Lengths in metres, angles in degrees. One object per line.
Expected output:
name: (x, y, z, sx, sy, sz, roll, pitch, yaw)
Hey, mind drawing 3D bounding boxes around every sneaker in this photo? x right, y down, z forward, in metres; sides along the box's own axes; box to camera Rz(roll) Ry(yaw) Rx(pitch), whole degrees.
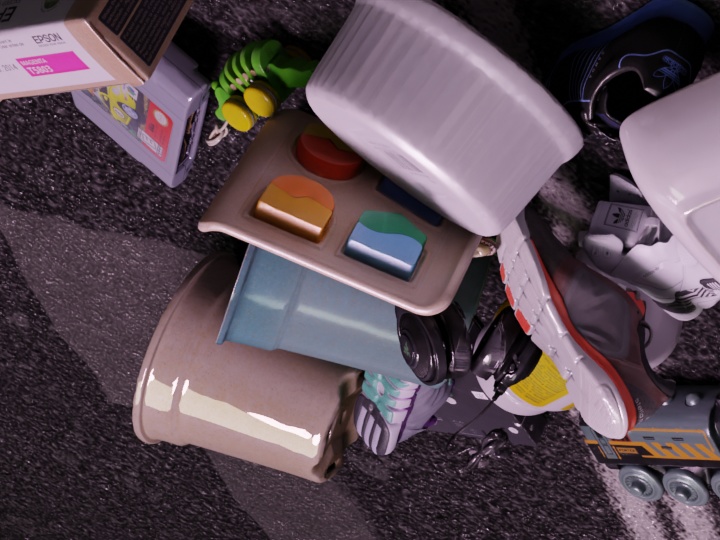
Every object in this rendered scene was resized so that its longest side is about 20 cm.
sneaker: (0.239, -0.029, 1.680, 0.115, 0.075, 0.200, 27, 158, -4)
sneaker: (0.176, -0.124, 1.559, 0.070, 0.078, 0.200, 31, 154, -9)
sneaker: (0.053, 0.084, 2.026, 0.075, 0.087, 0.200, 52, 145, 28)
sneaker: (0.176, 0.031, 1.698, 0.201, 0.082, 0.077, 62, 161, 10)

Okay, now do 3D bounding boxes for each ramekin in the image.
ramekin: (0.055, -0.113, 1.598, 0.200, 0.098, 0.200, 37, 174, 4)

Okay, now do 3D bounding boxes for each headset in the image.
headset: (0.093, 0.057, 1.730, 0.123, 0.201, 0.094, 6, 159, -13)

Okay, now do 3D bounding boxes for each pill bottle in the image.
pill bottle: (0.178, 0.055, 1.854, 0.114, 0.115, 0.200, 32, 154, -11)

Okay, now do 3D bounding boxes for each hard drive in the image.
hard drive: (0.080, 0.094, 2.113, 0.139, 0.038, 0.200, 5, 148, 39)

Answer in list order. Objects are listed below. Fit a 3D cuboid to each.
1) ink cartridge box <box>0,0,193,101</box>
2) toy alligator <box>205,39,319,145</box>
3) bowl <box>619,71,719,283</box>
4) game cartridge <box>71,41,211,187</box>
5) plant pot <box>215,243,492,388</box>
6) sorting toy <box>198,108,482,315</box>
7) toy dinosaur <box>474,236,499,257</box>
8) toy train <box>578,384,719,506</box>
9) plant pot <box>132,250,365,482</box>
ink cartridge box: (-0.209, -0.218, 1.655, 0.199, 0.165, 0.075, -2, 143, 45)
toy alligator: (-0.096, -0.150, 1.797, 0.054, 0.059, 0.200, 48, 150, -11)
bowl: (0.296, -0.056, 1.484, 0.199, 0.075, 0.200, -21, 139, 25)
game cartridge: (-0.193, -0.155, 1.874, 0.133, 0.041, 0.200, 44, 159, 8)
plant pot: (0.000, 0.000, 1.853, 0.195, 0.201, 0.200, 20, 155, -3)
sorting toy: (-0.003, -0.054, 1.675, 0.199, 0.185, 0.037, 19, 126, 7)
toy dinosaur: (0.010, -0.041, 1.734, 0.200, 0.088, 0.048, 32, 139, 17)
toy train: (0.290, 0.150, 1.971, 0.199, 0.085, 0.114, -1, 133, 45)
plant pot: (-0.090, 0.108, 2.101, 0.183, 0.201, 0.201, 23, 155, 15)
